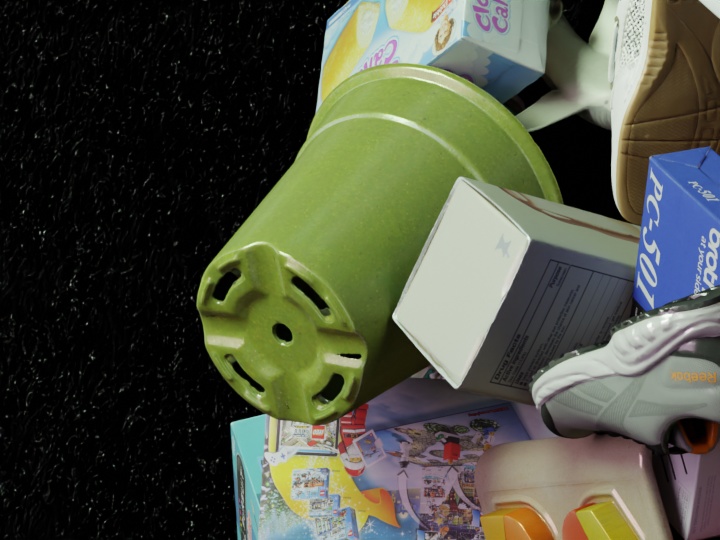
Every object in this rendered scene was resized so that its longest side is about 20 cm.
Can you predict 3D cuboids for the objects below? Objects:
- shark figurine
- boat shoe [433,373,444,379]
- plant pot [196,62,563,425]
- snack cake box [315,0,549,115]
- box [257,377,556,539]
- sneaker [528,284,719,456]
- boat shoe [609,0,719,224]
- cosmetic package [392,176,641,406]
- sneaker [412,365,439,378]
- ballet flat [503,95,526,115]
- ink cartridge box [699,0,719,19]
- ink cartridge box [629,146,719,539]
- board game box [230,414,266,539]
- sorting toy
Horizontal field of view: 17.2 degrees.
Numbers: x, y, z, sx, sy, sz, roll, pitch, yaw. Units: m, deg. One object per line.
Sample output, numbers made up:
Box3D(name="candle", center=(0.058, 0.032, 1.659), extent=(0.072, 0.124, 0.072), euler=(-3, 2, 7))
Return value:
Box3D(name="shark figurine", center=(0.143, -0.150, 1.577), extent=(0.128, 0.090, 0.215), euler=(-25, 59, 8))
Box3D(name="boat shoe", center=(0.056, 0.137, 1.602), extent=(0.200, 0.071, 0.069), euler=(-55, 50, 27))
Box3D(name="plant pot", center=(0.000, 0.000, 1.479), extent=(0.199, 0.190, 0.201), euler=(18, 126, 26))
Box3D(name="snack cake box", center=(0.046, -0.150, 1.581), extent=(0.200, 0.067, 0.116), euler=(-35, 41, 53))
Box3D(name="box", center=(0.034, 0.139, 1.538), extent=(0.199, 0.038, 0.137), euler=(2, 83, 15))
Box3D(name="sneaker", center=(0.153, 0.069, 1.284), extent=(0.080, 0.074, 0.200), euler=(69, 157, 7))
Box3D(name="boat shoe", center=(0.187, -0.130, 1.458), extent=(0.069, 0.070, 0.201), euler=(-131, 46, -63))
Box3D(name="cosmetic package", center=(0.132, 0.024, 1.407), extent=(0.087, 0.199, 0.104), euler=(46, 114, 49))
Box3D(name="sneaker", center=(0.053, 0.062, 1.644), extent=(0.200, 0.070, 0.094), euler=(-35, 69, 41))
Box3D(name="ballet flat", center=(0.046, -0.099, 1.711), extent=(0.200, 0.069, 0.071), euler=(-36, 30, 44))
Box3D(name="ink cartridge box", center=(0.230, -0.180, 1.274), extent=(0.086, 0.146, 0.200), euler=(-64, 36, 19))
Box3D(name="ink cartridge box", center=(0.190, 0.042, 1.333), extent=(0.094, 0.044, 0.201), euler=(-128, 36, -53))
Box3D(name="board game box", center=(-0.043, 0.223, 1.659), extent=(0.151, 0.047, 0.200), euler=(90, 163, -45))
Box3D(name="sorting toy", center=(0.134, 0.199, 1.405), extent=(0.185, 0.036, 0.201), euler=(-15, 88, 61))
